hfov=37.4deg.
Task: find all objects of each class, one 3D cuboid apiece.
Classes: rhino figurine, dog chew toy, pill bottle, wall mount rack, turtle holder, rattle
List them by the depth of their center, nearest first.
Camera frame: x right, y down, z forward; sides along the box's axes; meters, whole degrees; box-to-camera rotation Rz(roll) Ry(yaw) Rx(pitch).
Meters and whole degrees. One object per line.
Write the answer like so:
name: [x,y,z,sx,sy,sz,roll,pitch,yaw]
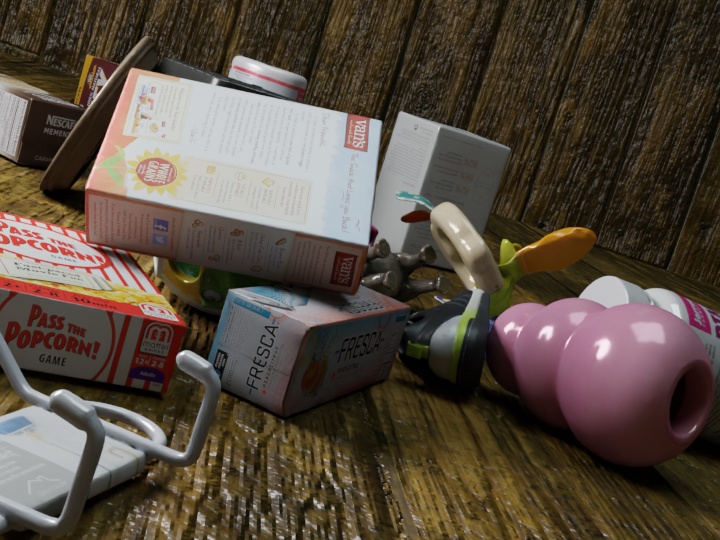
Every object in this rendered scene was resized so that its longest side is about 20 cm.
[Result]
wall mount rack: [-0.162,0.046,0.469,0.171,0.076,0.200,20,8,13]
dog chew toy: [0.181,0.079,0.859,0.123,0.127,0.198,10,4,-42]
turtle holder: [-0.101,-0.016,0.862,0.129,0.142,0.188,1,53,-14]
pill bottle: [0.292,0.085,0.978,0.197,0.115,0.113,22,7,-19]
rhino figurine: [0.000,0.000,1.107,0.087,0.061,0.198,-12,-14,43]
rattle: [0.134,-0.054,1.144,0.130,0.143,0.200,41,8,-28]
pill bottle: [-0.150,-0.184,1.467,0.107,0.203,0.109,17,9,-3]

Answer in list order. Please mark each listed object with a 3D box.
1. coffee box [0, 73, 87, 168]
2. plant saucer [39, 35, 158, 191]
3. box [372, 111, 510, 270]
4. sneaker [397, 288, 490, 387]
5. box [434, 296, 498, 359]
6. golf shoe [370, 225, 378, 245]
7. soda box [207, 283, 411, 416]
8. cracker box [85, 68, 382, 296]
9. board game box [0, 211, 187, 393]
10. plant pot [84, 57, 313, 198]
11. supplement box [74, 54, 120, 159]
coffee box: [-0.438,-0.194,1.332,0.198,0.081,0.114,24,11,30]
plant saucer: [-0.277,-0.163,1.143,0.029,0.201,0.200,36,5,-13]
box: [0.112,-0.115,1.595,0.150,0.203,0.106,11,12,-38]
sneaker: [0.069,0.050,0.931,0.081,0.073,0.200,10,4,5]
box: [0.166,0.079,1.081,0.119,0.033,0.199,13,11,-32]
golf shoe: [-0.042,-0.062,1.385,0.091,0.076,0.199,25,12,22]
soda box: [-0.031,0.049,0.763,0.067,0.065,0.199,21,9,19]
cracker box: [-0.087,-0.066,0.774,0.196,0.058,0.135,11,47,-4]
board game box: [-0.210,0.010,0.677,0.149,0.047,0.200,14,10,-28]
plant pot: [-0.154,-0.117,1.145,0.198,0.180,0.199,10,12,-39]
supplement box: [-0.293,-0.210,1.557,0.195,0.135,0.199,10,12,-41]
